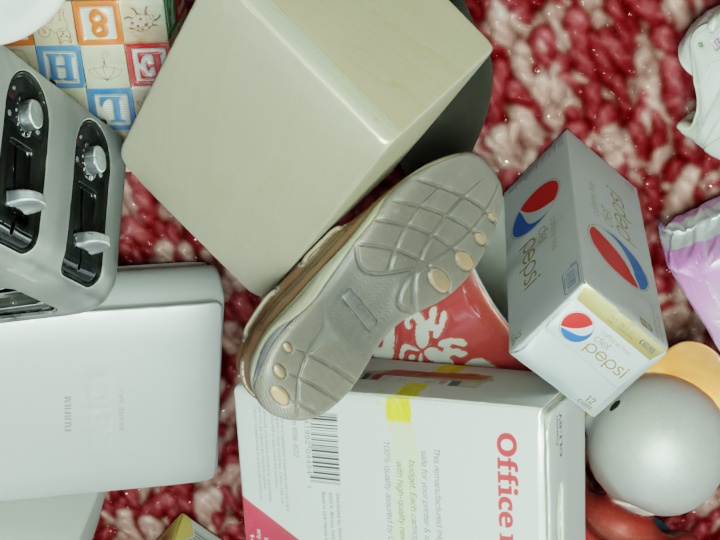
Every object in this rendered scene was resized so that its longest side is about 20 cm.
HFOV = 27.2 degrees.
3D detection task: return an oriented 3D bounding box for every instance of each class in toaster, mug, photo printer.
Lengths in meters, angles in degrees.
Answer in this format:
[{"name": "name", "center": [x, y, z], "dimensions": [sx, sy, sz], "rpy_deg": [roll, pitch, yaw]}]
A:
[{"name": "toaster", "center": [-0.255, -0.044, 0.859], "dimensions": [0.198, 0.120, 0.181], "rpy_deg": [-7, 164, 14]}, {"name": "mug", "center": [0.041, 0.066, 0.996], "dimensions": [0.199, 0.134, 0.178], "rpy_deg": [-32, 103, 26]}, {"name": "photo printer", "center": [-0.196, 0.078, 1.031], "dimensions": [0.198, 0.070, 0.168], "rpy_deg": [-3, 121, -15]}]

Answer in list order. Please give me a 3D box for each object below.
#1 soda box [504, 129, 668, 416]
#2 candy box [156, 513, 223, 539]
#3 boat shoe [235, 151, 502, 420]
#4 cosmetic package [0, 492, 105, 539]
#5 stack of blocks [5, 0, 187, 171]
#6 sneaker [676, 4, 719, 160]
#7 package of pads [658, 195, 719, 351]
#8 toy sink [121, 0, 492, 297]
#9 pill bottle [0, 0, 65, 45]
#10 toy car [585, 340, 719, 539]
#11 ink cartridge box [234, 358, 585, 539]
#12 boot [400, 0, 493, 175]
[{"name": "soda box", "center": [0.133, -0.004, 0.901], "dimensions": [0.068, 0.201, 0.064], "rpy_deg": [37, 117, -16]}, {"name": "candy box", "center": [-0.165, 0.292, 1.114], "dimensions": [0.056, 0.201, 0.117], "rpy_deg": [35, 118, -16]}, {"name": "boat shoe", "center": [0.000, 0.000, 0.873], "dimensions": [0.200, 0.072, 0.076], "rpy_deg": [-42, 116, -17]}, {"name": "cosmetic package", "center": [-0.257, 0.208, 1.074], "dimensions": [0.106, 0.201, 0.086], "rpy_deg": [17, 120, -1]}, {"name": "stack of blocks", "center": [-0.208, -0.127, 0.948], "dimensions": [0.198, 0.059, 0.116], "rpy_deg": [0, 122, 6]}, {"name": "sneaker", "center": [0.234, -0.144, 0.868], "dimensions": [0.099, 0.075, 0.202], "rpy_deg": [29, 131, 28]}, {"name": "package of pads", "center": [0.294, 0.027, 0.977], "dimensions": [0.120, 0.076, 0.201], "rpy_deg": [-27, 115, 22]}, {"name": "toy sink", "center": [-0.036, -0.098, 0.859], "dimensions": [0.130, 0.112, 0.200], "rpy_deg": [45, 145, 3]}, {"name": "pill bottle", "center": [-0.187, -0.212, 0.811], "dimensions": [0.113, 0.201, 0.115], "rpy_deg": [3, 122, 4]}, {"name": "toy car", "center": [0.171, 0.130, 1.000], "dimensions": [0.176, 0.184, 0.202], "rpy_deg": [27, 100, 13]}, {"name": "ink cartridge box", "center": [0.033, 0.134, 0.895], "dimensions": [0.198, 0.083, 0.147], "rpy_deg": [3, 102, 26]}, {"name": "boot", "center": [0.030, -0.142, 0.919], "dimensions": [0.073, 0.075, 0.201], "rpy_deg": [-32, 137, -18]}]
